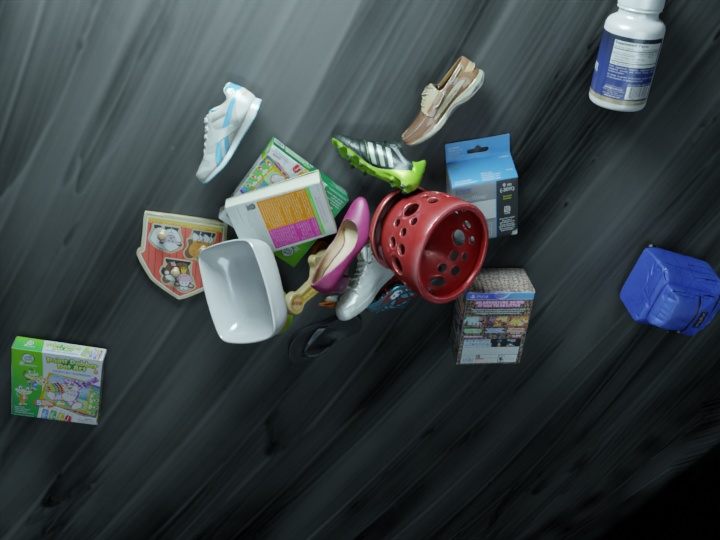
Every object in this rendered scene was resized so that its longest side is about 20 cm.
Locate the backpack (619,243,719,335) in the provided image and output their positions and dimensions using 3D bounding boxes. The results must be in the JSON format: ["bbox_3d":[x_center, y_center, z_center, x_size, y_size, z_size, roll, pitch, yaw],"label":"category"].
[{"bbox_3d":[0.725,0.064,1.601,0.194,0.170,0.165,9,128,-17],"label":"backpack"}]

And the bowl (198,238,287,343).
[{"bbox_3d":[-0.224,0.037,1.397,0.196,0.074,0.206,-9,97,43],"label":"bowl"}]

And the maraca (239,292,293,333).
[{"bbox_3d":[-0.232,0.063,1.518,0.199,0.108,0.137,42,117,-15],"label":"maraca"}]

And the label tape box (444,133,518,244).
[{"bbox_3d":[0.251,-0.166,1.457,0.140,0.064,0.205,-9,123,-2],"label":"label tape box"}]

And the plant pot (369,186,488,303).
[{"bbox_3d":[0.130,-0.061,1.400,0.196,0.181,0.206,-17,120,-31],"label":"plant pot"}]

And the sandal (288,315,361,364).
[{"bbox_3d":[-0.088,0.157,1.630,0.197,0.043,0.077,-31,121,13],"label":"sandal"}]

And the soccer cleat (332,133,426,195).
[{"bbox_3d":[0.036,-0.224,1.376,0.197,0.068,0.082,30,76,11],"label":"soccer cleat"}]

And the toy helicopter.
[{"bbox_3d":[-0.089,0.035,1.463,0.077,0.200,0.135,6,125,38],"label":"toy helicopter"}]

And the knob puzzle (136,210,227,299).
[{"bbox_3d":[-0.378,-0.020,1.492,0.212,0.031,0.225,-3,123,-5],"label":"knob puzzle"}]

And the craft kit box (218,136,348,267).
[{"bbox_3d":[-0.157,-0.135,1.440,0.198,0.049,0.198,32,116,-24],"label":"craft kit box"}]

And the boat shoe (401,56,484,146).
[{"bbox_3d":[0.147,-0.325,1.345,0.072,0.076,0.200,41,104,-19],"label":"boat shoe"}]

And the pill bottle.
[{"bbox_3d":[0.500,-0.412,1.306,0.107,0.112,0.205,0,122,-7],"label":"pill bottle"}]

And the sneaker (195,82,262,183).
[{"bbox_3d":[-0.266,-0.259,1.336,0.080,0.077,0.202,30,108,-14],"label":"sneaker"}]

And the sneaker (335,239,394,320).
[{"bbox_3d":[0.000,0.000,1.484,0.200,0.073,0.117,-48,130,-23],"label":"sneaker"}]

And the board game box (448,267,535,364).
[{"bbox_3d":[0.297,0.105,1.612,0.154,0.098,0.205,0,122,-7],"label":"board game box"}]

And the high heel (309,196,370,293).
[{"bbox_3d":[-0.040,-0.052,1.397,0.095,0.066,0.206,11,93,-54],"label":"high heel"}]

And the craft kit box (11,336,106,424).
[{"bbox_3d":[-0.693,0.256,1.611,0.194,0.049,0.202,9,118,-13],"label":"craft kit box"}]

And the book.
[{"bbox_3d":[-0.156,-0.106,1.408,0.194,0.049,0.136,-16,127,4],"label":"book"}]

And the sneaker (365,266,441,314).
[{"bbox_3d":[0.092,0.034,1.571,0.195,0.081,0.096,-23,146,6],"label":"sneaker"}]
